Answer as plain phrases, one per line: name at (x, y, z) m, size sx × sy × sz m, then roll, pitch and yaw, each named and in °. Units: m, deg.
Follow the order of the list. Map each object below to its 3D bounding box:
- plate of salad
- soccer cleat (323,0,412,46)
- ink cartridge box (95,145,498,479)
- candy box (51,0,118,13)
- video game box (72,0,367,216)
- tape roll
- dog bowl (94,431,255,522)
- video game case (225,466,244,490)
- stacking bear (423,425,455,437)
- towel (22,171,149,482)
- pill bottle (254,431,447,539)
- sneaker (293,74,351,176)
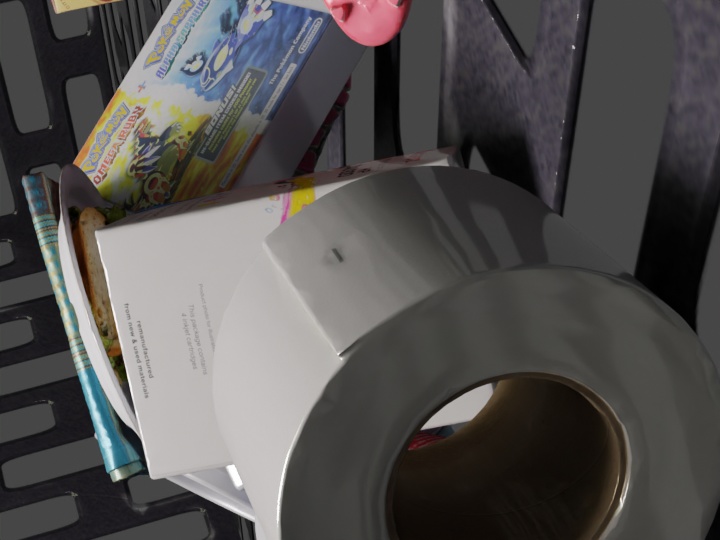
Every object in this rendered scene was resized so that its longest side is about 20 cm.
plate of salad at (-0.141, 0.025, 0.975) m, size 0.200 × 0.048 × 0.200 m, roll -19°, pitch -90°, yaw -88°
soccer cleat at (-0.006, -0.238, 0.943) m, size 0.076 × 0.067 × 0.200 m, roll -46°, pitch -60°, yaw -66°
ink cartridge box at (-0.026, 0.018, 0.897) m, size 0.147 × 0.200 × 0.145 m, roll -53°, pitch -49°, yaw -81°
candy box at (-0.165, -0.272, 1.274) m, size 0.117 × 0.200 × 0.056 m, roll -123°, pitch 21°, yaw -56°
video game box at (-0.100, -0.117, 1.080) m, size 0.182 × 0.200 × 0.047 m, roll 20°, pitch 168°, yaw 49°
tape roll at (0.044, 0.067, 0.699) m, size 0.139 × 0.203 × 0.203 m, roll -128°, pitch 26°, yaw -64°
dog bowl at (-0.112, 0.147, 1.275) m, size 0.079 × 0.200 × 0.200 m, roll -63°, pitch 4°, yaw -12°
video game case at (-0.077, 0.061, 1.142) m, size 0.182 × 0.024 × 0.200 m, roll 1°, pitch -123°, yaw -61°
stacking bear at (0.040, 0.170, 1.083) m, size 0.200 × 0.114 × 0.121 m, roll 65°, pitch -157°, yaw -6°
towel at (-0.169, 0.039, 1.022) m, size 0.147 × 0.022 × 0.200 m, roll 55°, pitch -162°, yaw -84°
pill bottle at (0.043, 0.150, 0.880) m, size 0.200 × 0.112 × 0.112 m, roll 6°, pitch 114°, yaw 46°
sneaker at (-0.063, -0.089, 1.152) m, size 0.087 × 0.074 × 0.200 m, roll 132°, pitch 154°, yaw -60°
